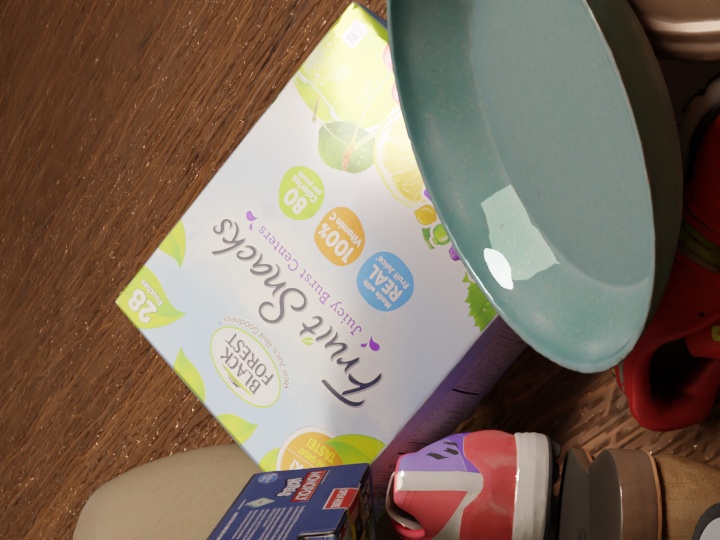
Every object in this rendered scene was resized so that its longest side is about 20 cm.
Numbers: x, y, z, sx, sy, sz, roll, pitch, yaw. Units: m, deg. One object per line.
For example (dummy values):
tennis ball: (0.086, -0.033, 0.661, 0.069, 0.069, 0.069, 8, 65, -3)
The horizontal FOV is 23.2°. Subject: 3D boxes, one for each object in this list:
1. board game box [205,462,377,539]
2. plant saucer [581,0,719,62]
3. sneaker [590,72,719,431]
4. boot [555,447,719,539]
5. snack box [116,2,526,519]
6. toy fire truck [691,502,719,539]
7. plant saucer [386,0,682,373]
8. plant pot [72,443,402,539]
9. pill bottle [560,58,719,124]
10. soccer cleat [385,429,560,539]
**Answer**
board game box: (-0.026, 0.207, 0.739, 0.200, 0.061, 0.203, -50, -47, -76)
plant saucer: (0.157, -0.166, 0.670, 0.198, 0.029, 0.202, -20, 48, 23)
sneaker: (0.154, -0.006, 0.690, 0.201, 0.076, 0.086, 112, 155, -49)
boot: (0.120, 0.108, 0.715, 0.200, 0.074, 0.075, 117, 154, -80)
snack box: (0.000, 0.000, 0.874, 0.169, 0.068, 0.201, 44, 102, 25)
toy fire truck: (0.198, 0.032, 0.501, 0.176, 0.127, 0.203, -149, 64, -68)
plant saucer: (0.072, -0.060, 0.698, 0.200, 0.036, 0.201, 53, 155, 38)
plant pot: (-0.041, 0.174, 0.950, 0.134, 0.200, 0.202, -31, 42, 23)
pill bottle: (0.108, -0.115, 0.807, 0.200, 0.111, 0.113, -135, 61, -66)
soccer cleat: (0.044, 0.110, 0.832, 0.200, 0.072, 0.069, 106, 169, -77)
